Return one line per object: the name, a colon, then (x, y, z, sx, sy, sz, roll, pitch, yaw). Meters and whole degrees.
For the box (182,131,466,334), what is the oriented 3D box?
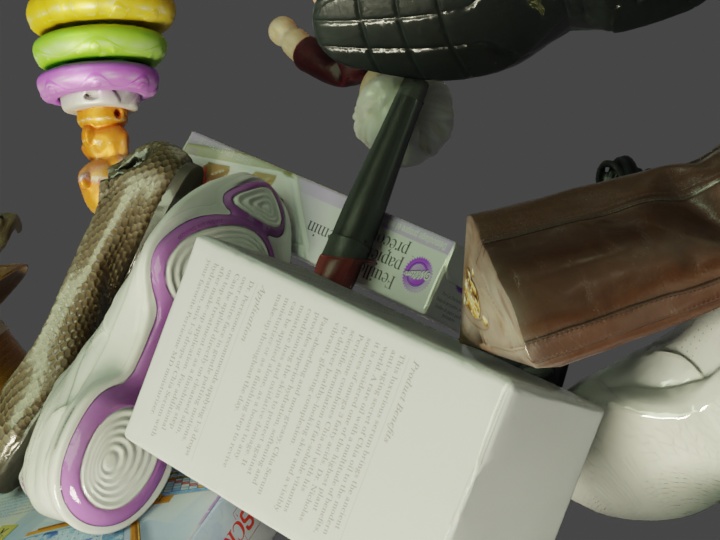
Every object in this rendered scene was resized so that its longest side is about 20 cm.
box: (-0.020, -0.022, 1.060, 0.199, 0.041, 0.039, 24, 89, 41)

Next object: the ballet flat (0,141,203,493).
ballet flat: (-0.147, 0.021, 1.073, 0.046, 0.067, 0.201, 29, 91, 9)

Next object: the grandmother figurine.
grandmother figurine: (0.003, -0.145, 1.080, 0.121, 0.060, 0.202, -43, 54, 41)

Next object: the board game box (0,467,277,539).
board game box: (-0.137, 0.145, 1.011, 0.199, 0.041, 0.200, -14, 24, 33)

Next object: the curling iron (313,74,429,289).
curling iron: (0.000, 0.000, 0.997, 0.049, 0.026, 0.202, 11, 74, 17)

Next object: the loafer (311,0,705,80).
loafer: (0.073, -0.146, 0.999, 0.198, 0.073, 0.073, -10, 42, 7)

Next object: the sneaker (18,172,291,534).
sneaker: (-0.109, 0.034, 1.021, 0.099, 0.075, 0.201, -7, 47, 60)

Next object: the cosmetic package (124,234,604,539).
cosmetic package: (-0.004, 0.066, 0.889, 0.199, 0.071, 0.102, 25, 95, 43)

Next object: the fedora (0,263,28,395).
fedora: (-0.231, 0.088, 1.129, 0.082, 0.201, 0.201, 42, 103, -1)

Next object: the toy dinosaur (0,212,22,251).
toy dinosaur: (-0.237, 0.002, 1.185, 0.200, 0.058, 0.102, -26, 38, 61)

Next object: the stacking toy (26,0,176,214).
stacking toy: (-0.147, -0.128, 1.170, 0.109, 0.116, 0.202, -7, 84, 32)

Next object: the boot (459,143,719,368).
boot: (0.121, -0.039, 0.862, 0.198, 0.065, 0.187, -19, 31, -2)

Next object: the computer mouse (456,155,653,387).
computer mouse: (0.065, 0.026, 0.945, 0.200, 0.046, 0.141, -47, 16, 32)

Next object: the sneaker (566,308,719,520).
sneaker: (0.156, 0.043, 0.893, 0.199, 0.075, 0.089, -27, 26, 42)
